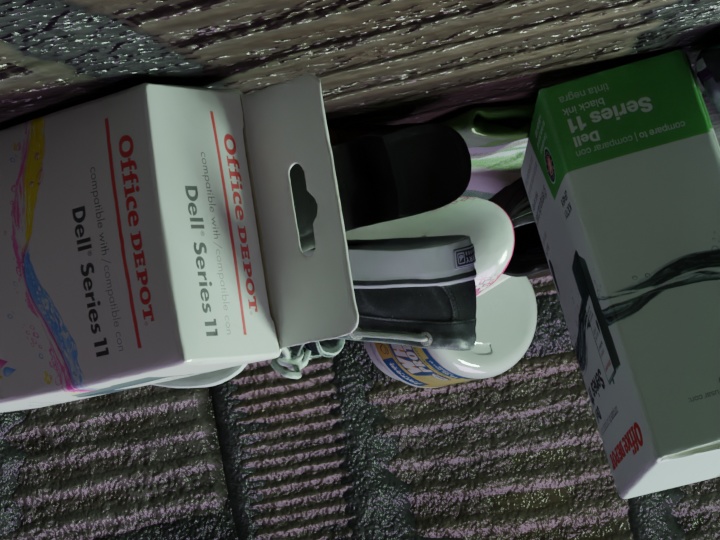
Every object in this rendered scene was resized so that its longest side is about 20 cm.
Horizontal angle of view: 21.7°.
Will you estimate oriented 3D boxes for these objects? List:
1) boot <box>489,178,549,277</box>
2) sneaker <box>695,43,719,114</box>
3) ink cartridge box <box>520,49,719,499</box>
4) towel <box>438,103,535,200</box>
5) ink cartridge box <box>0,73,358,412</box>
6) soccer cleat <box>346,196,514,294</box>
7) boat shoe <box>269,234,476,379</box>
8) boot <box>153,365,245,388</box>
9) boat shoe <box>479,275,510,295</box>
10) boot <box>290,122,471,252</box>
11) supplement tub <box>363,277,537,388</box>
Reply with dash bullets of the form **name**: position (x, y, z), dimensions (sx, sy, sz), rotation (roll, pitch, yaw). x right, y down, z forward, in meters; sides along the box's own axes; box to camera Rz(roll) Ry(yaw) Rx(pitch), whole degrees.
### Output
- **boot**: position (0.103, -0.030, 1.231), dimensions (0.199, 0.070, 0.132), rotation (-26, -171, 29)
- **sneaker**: position (0.226, -0.076, 0.982), dimensions (0.074, 0.088, 0.200), rotation (-12, 176, 19)
- **ink cartridge box**: position (0.154, 0.009, 0.983), dimensions (0.083, 0.201, 0.147), rotation (-15, 165, -3)
- **towel**: position (0.071, -0.066, 1.117), dimensions (0.148, 0.031, 0.200), rotation (-10, 176, -30)
- **ink cartridge box**: position (-0.104, -0.009, 0.791), dimensions (0.199, 0.118, 0.067), rotation (-14, 173, 35)
- **soccer cleat**: position (0.000, 0.000, 1.167), dimensions (0.199, 0.070, 0.086), rotation (-13, 174, 36)
- **boat shoe**: position (-0.029, 0.020, 0.987), dimensions (0.198, 0.069, 0.074), rotation (-3, -174, 23)
- **boot**: position (-0.143, 0.012, 0.985), dimensions (0.199, 0.074, 0.096), rotation (19, 177, 8)
- **boat shoe**: position (0.132, -0.043, 1.363), dimensions (0.199, 0.072, 0.069), rotation (-32, -153, 18)
- **boot**: position (-0.067, -0.045, 0.994), dimensions (0.187, 0.069, 0.200), rotation (-17, -173, -29)
- **supplement tub**: position (0.094, 0.056, 2.100), dimensions (0.144, 0.146, 0.200), rotation (-9, 175, -23)
